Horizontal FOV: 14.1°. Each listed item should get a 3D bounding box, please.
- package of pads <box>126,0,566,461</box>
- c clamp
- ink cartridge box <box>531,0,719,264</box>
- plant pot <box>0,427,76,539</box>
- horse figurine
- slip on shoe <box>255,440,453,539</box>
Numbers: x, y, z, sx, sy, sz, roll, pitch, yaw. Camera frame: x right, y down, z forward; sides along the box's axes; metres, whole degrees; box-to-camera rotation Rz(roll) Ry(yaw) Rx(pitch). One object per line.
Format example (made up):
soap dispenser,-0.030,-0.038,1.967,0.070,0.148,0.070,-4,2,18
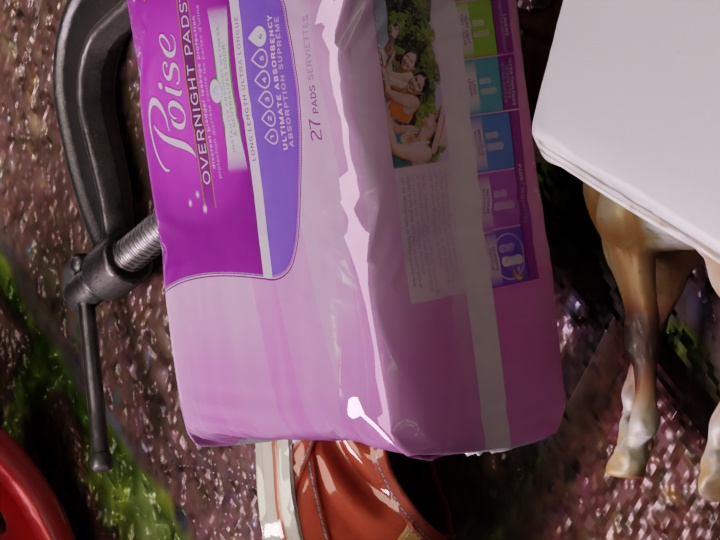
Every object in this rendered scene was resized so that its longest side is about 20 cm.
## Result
package of pads,-0.009,-0.046,0.829,0.120,0.075,0.202,-3,96,53
c clamp,-0.064,-0.045,1.038,0.200,0.027,0.172,-43,55,50
ink cartridge box,0.148,-0.081,0.598,0.084,0.199,0.146,35,121,43
plant pot,-0.227,0.156,1.140,0.182,0.199,0.202,-39,63,55
horse figurine,0.093,-0.008,0.772,0.200,0.050,0.134,-170,81,-72
slip on shoe,0.000,0.000,0.930,0.061,0.074,0.202,-5,84,19
